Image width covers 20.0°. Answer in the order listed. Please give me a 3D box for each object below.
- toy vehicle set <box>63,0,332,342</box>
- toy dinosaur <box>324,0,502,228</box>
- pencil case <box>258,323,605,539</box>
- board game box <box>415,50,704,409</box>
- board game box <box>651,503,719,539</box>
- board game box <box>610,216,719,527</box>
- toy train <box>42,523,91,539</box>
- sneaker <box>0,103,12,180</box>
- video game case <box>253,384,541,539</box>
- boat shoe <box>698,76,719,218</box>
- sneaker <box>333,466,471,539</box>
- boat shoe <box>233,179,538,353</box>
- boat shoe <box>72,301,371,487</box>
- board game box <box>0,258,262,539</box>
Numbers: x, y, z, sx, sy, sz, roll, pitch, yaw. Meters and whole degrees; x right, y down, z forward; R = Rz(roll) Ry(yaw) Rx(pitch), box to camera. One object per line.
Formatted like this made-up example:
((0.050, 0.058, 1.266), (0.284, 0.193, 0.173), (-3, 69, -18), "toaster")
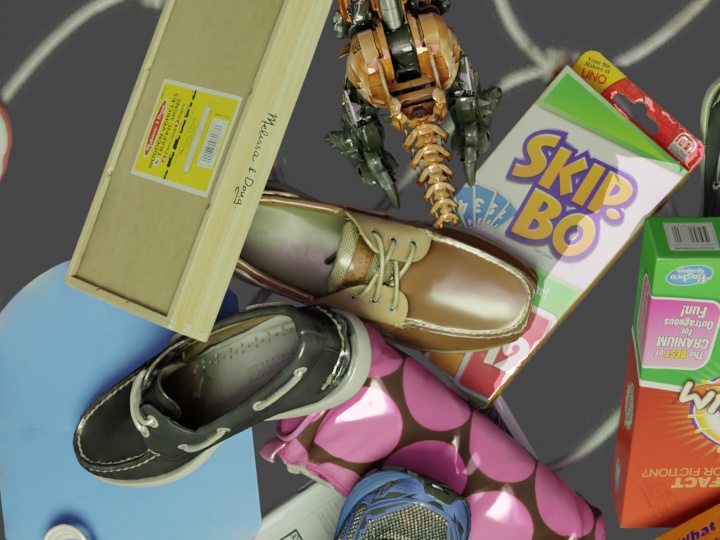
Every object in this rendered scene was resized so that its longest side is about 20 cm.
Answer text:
((-0.091, -0.071, 1.122), (0.026, 0.124, 0.202), (21, 90, -37), "toy vehicle set")
((0.019, -0.109, 1.123), (0.101, 0.136, 0.201), (4, 58, 12), "toy dinosaur")
((0.043, 0.120, 1.163), (0.199, 0.091, 0.094), (37, 77, -14), "pencil case")
((0.103, -0.025, 1.190), (0.095, 0.030, 0.200), (41, 94, 9), "board game box")
((0.260, 0.258, 1.144), (0.199, 0.200, 0.201), (-29, 122, 3), "board game box")
((0.229, 0.061, 1.174), (0.151, 0.040, 0.201), (-1, 127, -2), "board game box")
((-0.252, 0.193, 1.186), (0.198, 0.056, 0.152), (8, 110, 16), "toy train")
((-0.248, -0.005, 1.159), (0.073, 0.087, 0.202), (9, 100, -3), "sneaker")
((0.049, 0.191, 1.226), (0.181, 0.023, 0.201), (-32, 100, -7), "video game case")
((0.236, -0.014, 1.188), (0.074, 0.066, 0.201), (-2, 101, -4), "boat shoe")
((0.000, 0.188, 1.123), (0.075, 0.079, 0.201), (26, 125, -8), "sneaker")
((0.000, 0.000, 1.157), (0.198, 0.074, 0.076), (13, 92, 8), "boat shoe")
((-0.089, 0.067, 1.111), (0.199, 0.060, 0.075), (-19, 69, 31), "boat shoe")
((-0.135, 0.089, 1.199), (0.156, 0.039, 0.202), (-7, 88, 12), "board game box")
